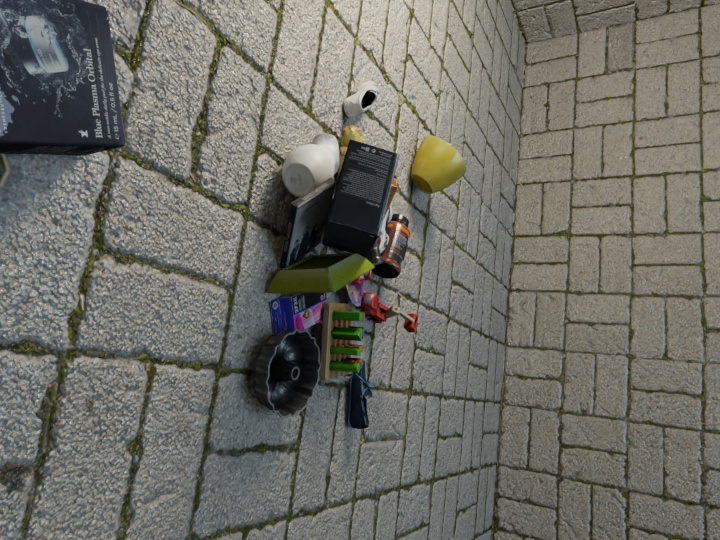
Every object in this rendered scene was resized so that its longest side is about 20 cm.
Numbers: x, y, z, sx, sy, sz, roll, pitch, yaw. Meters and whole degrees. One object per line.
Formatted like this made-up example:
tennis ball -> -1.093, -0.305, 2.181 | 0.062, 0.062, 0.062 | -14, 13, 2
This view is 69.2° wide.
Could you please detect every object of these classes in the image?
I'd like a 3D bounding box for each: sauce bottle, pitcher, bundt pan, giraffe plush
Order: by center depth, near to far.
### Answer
bundt pan -> -0.180, 0.233, 1.217 | 0.201, 0.075, 0.206 | -15, 107, -58
pitcher -> -0.111, -0.234, 1.303 | 0.201, 0.119, 0.174 | -59, 140, -58
giraffe plush -> 0.027, -0.287, 1.448 | 0.173, 0.159, 0.204 | 21, 74, -81
sauce bottle -> 0.023, -0.116, 1.543 | 0.066, 0.065, 0.203 | 1, 76, -60

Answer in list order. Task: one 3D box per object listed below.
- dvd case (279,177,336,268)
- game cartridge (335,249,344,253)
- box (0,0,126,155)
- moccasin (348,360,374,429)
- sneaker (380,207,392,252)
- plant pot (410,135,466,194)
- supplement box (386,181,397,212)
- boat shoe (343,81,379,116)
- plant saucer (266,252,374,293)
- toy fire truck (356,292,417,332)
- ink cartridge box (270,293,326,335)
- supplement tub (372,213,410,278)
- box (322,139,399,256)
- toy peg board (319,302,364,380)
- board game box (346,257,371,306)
dvd case -> -0.126, -0.110, 1.245 | 0.150, 0.025, 0.202 | -43, 159, -43
game cartridge -> -0.055, -0.135, 1.411 | 0.200, 0.038, 0.132 | 76, 18, -74
box -> -0.449, -0.264, 0.710 | 0.199, 0.116, 0.200 | -19, 107, -57
moccasin -> 0.007, 0.366, 1.551 | 0.080, 0.067, 0.204 | -11, 104, -73
sneaker -> 0.041, -0.151, 1.609 | 0.115, 0.074, 0.202 | 53, 42, -46
plant pot -> 0.265, -0.366, 1.909 | 0.142, 0.199, 0.200 | -50, 138, -11
supplement box -> 0.030, -0.158, 1.414 | 0.069, 0.066, 0.202 | -109, -143, -54
boat shoe -> 0.019, -0.521, 1.567 | 0.200, 0.068, 0.073 | -46, 129, -50
plant saucer -> -0.096, 0.000, 1.246 | 0.199, 0.197, 0.049 | -30, 113, -56
toy fire truck -> 0.084, 0.130, 1.617 | 0.200, 0.139, 0.049 | 47, 51, -50
ink cartridge box -> -0.150, 0.099, 1.318 | 0.199, 0.037, 0.096 | -22, 110, -56
supplement tub -> 0.101, -0.082, 1.678 | 0.107, 0.105, 0.202 | 52, 48, -47
box -> -0.004, -0.160, 1.217 | 0.200, 0.122, 0.200 | 123, -19, -75
toy peg board -> -0.026, 0.194, 1.434 | 0.199, 0.096, 0.204 | 16, 77, -71
board game box -> 0.000, 0.000, 1.522 | 0.159, 0.038, 0.202 | 64, 25, -46
